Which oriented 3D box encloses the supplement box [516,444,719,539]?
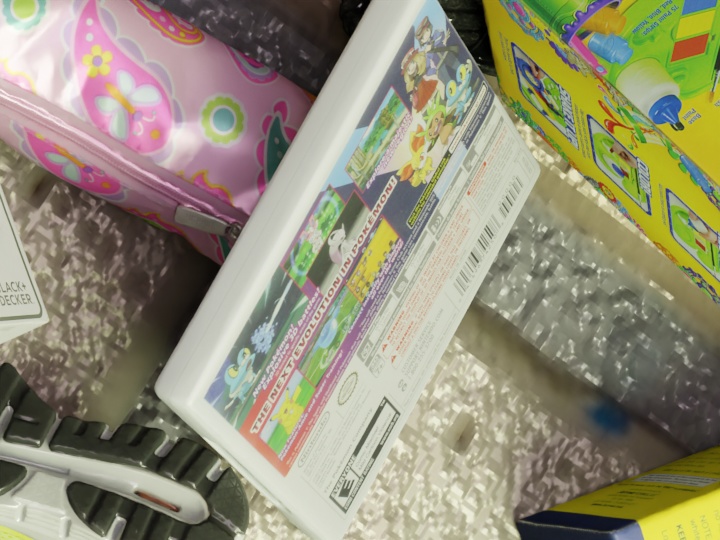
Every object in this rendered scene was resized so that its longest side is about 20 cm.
[{"bbox_3d":[0.191,0.133,1.319,0.199,0.109,0.109,-18,94,-19],"label":"supplement box"}]

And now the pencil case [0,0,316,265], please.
[{"bbox_3d":[-0.103,-0.071,1.232,0.199,0.087,0.088,30,78,-16],"label":"pencil case"}]

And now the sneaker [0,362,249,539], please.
[{"bbox_3d":[-0.148,0.093,1.216,0.199,0.090,0.078,26,56,4],"label":"sneaker"}]

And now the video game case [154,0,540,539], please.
[{"bbox_3d":[0.000,0.000,1.237,0.023,0.182,0.201,23,77,27],"label":"video game case"}]

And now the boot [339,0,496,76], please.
[{"bbox_3d":[0.088,-0.179,1.309,0.157,0.079,0.212,19,82,-18],"label":"boot"}]

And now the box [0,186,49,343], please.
[{"bbox_3d":[-0.202,-0.060,1.122,0.060,0.117,0.201,-23,84,21],"label":"box"}]

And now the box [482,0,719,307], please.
[{"bbox_3d":[0.186,-0.101,1.200,0.200,0.122,0.193,-39,65,-11],"label":"box"}]
